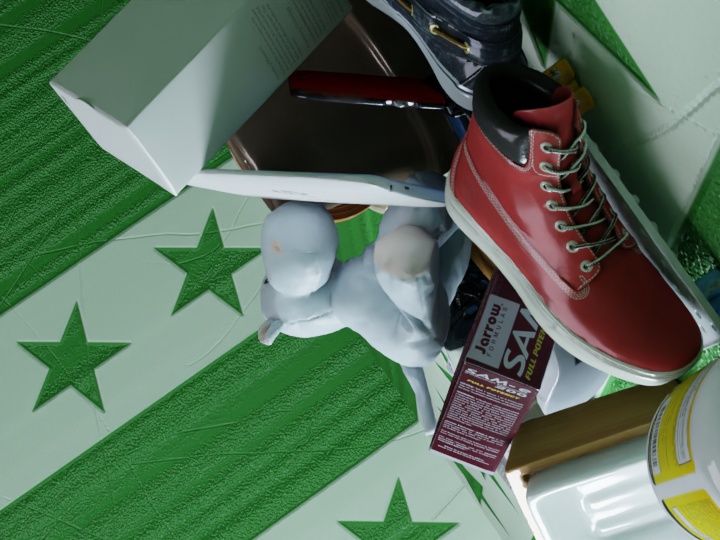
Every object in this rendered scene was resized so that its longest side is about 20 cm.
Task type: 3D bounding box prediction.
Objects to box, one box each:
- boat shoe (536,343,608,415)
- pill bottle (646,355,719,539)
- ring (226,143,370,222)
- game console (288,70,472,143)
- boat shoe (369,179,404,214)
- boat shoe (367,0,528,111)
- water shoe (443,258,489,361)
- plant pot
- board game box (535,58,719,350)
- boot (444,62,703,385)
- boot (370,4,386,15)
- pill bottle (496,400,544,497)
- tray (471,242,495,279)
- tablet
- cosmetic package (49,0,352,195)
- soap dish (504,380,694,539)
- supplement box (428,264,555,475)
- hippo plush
[{"bbox_3d":[0.170,0.055,1.272,0.066,0.073,0.201,57,165,31],"label":"boat shoe"},{"bbox_3d":[0.226,0.094,0.814,0.113,0.112,0.200,54,174,10],"label":"pill bottle"},{"bbox_3d":[-0.043,-0.143,1.387,0.019,0.200,0.201,-24,103,50],"label":"ring"},{"bbox_3d":[0.037,-0.087,1.097,0.174,0.118,0.200,63,-177,-11],"label":"game console"},{"bbox_3d":[-0.001,-0.131,1.551,0.200,0.074,0.069,50,178,46],"label":"boat shoe"},{"bbox_3d":[0.046,-0.198,0.954,0.201,0.070,0.091,54,160,31],"label":"boat shoe"},{"bbox_3d":[0.081,0.021,1.348,0.079,0.071,0.200,56,178,-18],"label":"water shoe"},{"bbox_3d":[-0.026,-0.134,1.279,0.201,0.174,0.200,55,175,8],"label":"plant pot"},{"bbox_3d":[0.168,-0.031,1.005,0.201,0.026,0.200,55,174,7],"label":"board game box"},{"bbox_3d":[0.133,-0.029,0.890,0.200,0.072,0.145,44,155,17],"label":"boot"},{"bbox_3d":[-0.020,-0.248,1.139,0.139,0.077,0.200,53,176,-15],"label":"boot"},{"bbox_3d":[0.196,0.188,1.489,0.201,0.113,0.114,53,173,20],"label":"pill bottle"},{"bbox_3d":[0.145,0.019,1.383,0.201,0.037,0.099,58,174,-23],"label":"tray"},{"bbox_3d":[-0.040,-0.062,1.120,0.198,0.014,0.130,4,178,32],"label":"tablet"},{"bbox_3d":[-0.117,-0.168,1.110,0.107,0.200,0.085,33,165,40],"label":"cosmetic package"},{"bbox_3d":[0.212,0.179,1.197,0.082,0.156,0.201,-100,-13,-47],"label":"soap dish"},{"bbox_3d":[0.106,0.070,1.144,0.060,0.110,0.200,20,156,5],"label":"supplement box"},{"bbox_3d":[0.000,0.000,1.244,0.160,0.159,0.201,-65,-24,-48],"label":"hippo plush"}]
